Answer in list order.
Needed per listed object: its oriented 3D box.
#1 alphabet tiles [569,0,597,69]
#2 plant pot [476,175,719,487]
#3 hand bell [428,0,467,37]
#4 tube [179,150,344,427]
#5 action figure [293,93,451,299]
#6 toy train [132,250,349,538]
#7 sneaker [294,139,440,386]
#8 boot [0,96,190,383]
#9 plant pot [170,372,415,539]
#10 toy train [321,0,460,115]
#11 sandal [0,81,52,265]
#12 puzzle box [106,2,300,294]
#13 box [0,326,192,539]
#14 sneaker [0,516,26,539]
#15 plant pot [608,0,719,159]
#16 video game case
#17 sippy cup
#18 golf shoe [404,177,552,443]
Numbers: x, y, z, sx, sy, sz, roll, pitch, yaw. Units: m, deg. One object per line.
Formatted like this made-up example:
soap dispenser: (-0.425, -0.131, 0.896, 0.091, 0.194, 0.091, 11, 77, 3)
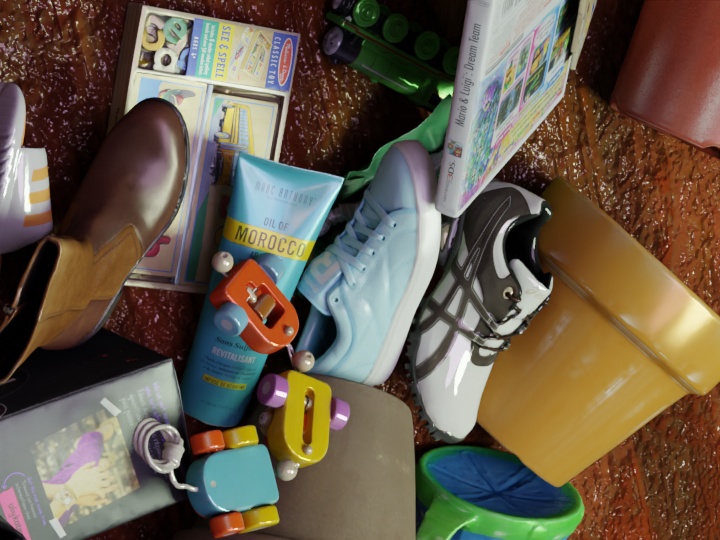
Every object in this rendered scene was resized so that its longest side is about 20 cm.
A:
alphabet tiles: (0.184, -0.253, 1.546, 0.200, 0.006, 0.167, -67, 168, -53)
plant pot: (0.168, 0.060, 1.606, 0.183, 0.200, 0.200, -48, 122, 5)
hand bell: (0.058, -0.268, 1.530, 0.104, 0.104, 0.201, -22, 124, -26)
tube: (-0.079, 0.014, 1.479, 0.077, 0.050, 0.201, 13, 110, -19)
action figure: (0.007, -0.034, 1.552, 0.199, 0.055, 0.119, -33, 129, -16)
toy train: (-0.089, 0.090, 1.405, 0.150, 0.055, 0.200, 47, 48, -18)
sneaker: (0.000, 0.000, 1.487, 0.082, 0.074, 0.201, -2, 118, -32)
boot: (-0.185, -0.026, 1.339, 0.068, 0.200, 0.189, 34, 98, 4)
plant pot: (-0.034, 0.173, 1.506, 0.200, 0.200, 0.176, 24, 70, -33)
toy train: (0.050, -0.153, 1.565, 0.199, 0.042, 0.057, 24, 98, -33)
sandal: (-0.244, -0.024, 1.387, 0.059, 0.079, 0.208, 4, 99, -41)
puzzle box: (-0.120, -0.083, 1.480, 0.132, 0.025, 0.201, 6, 97, -33)
box: (-0.229, 0.124, 1.397, 0.199, 0.122, 0.107, -19, 109, -28)
sneaker: (-0.231, 0.199, 1.290, 0.071, 0.083, 0.200, -46, 119, -14)
plant pot: (0.302, -0.188, 1.633, 0.200, 0.201, 0.196, 21, 97, -33)
video game case: (0.114, -0.160, 1.461, 0.200, 0.024, 0.183, -48, 154, -48)
sippy cup: (0.095, 0.225, 1.625, 0.177, 0.140, 0.131, 7, 108, -22)
golf shoe: (0.092, 0.032, 1.517, 0.078, 0.094, 0.201, 2, 95, -56)
